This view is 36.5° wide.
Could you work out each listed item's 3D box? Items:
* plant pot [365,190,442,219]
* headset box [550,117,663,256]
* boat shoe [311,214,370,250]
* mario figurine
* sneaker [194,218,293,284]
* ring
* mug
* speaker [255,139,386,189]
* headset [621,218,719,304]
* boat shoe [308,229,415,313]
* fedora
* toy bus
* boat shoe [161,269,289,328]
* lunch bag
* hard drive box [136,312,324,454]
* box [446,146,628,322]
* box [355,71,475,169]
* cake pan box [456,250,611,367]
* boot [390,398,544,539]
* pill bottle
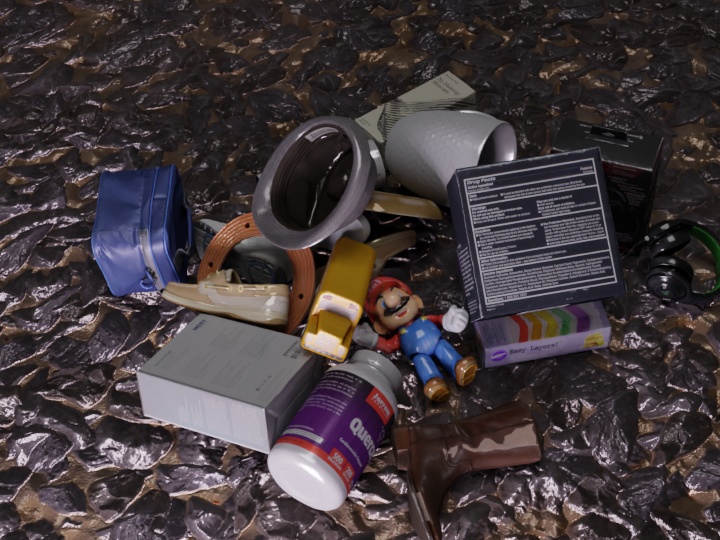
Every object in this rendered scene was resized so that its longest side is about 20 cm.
[{"bbox_3d":[0.027,-0.105,1.636,0.199,0.028,0.200,9,6,-1],"label":"plant pot"},{"bbox_3d":[0.354,-0.128,1.595,0.148,0.201,0.077,14,51,19],"label":"headset box"},{"bbox_3d":[-0.045,-0.069,1.627,0.064,0.071,0.199,-32,19,-35],"label":"boat shoe"},{"bbox_3d":[0.069,0.080,1.499,0.123,0.106,0.200,-11,49,-40],"label":"mario figurine"},{"bbox_3d":[-0.172,-0.028,1.662,0.199,0.075,0.087,28,37,26],"label":"sneaker"},{"bbox_3d":[-0.149,0.015,1.575,0.199,0.019,0.202,-5,79,26],"label":"ring"},{"bbox_3d":[0.147,-0.191,1.714,0.175,0.148,0.200,17,46,29],"label":"mug"},{"bbox_3d":[-0.064,-0.142,1.732,0.199,0.081,0.081,-18,49,-9],"label":"speaker"},{"bbox_3d":[0.432,-0.012,1.565,0.199,0.094,0.124,9,64,-16],"label":"headset"},{"bbox_3d":[0.000,0.000,1.617,0.199,0.071,0.065,-26,89,-11],"label":"boat shoe"},{"bbox_3d":[-0.049,-0.114,1.517,0.176,0.090,0.201,31,93,38],"label":"fedora"},{"bbox_3d":[-0.027,0.038,1.481,0.065,0.079,0.200,22,29,-4],"label":"toy bus"},{"bbox_3d":[-0.187,0.033,1.545,0.199,0.074,0.070,10,82,20],"label":"boat shoe"},{"bbox_3d":[-0.318,-0.059,1.644,0.131,0.136,0.201,-8,50,3],"label":"lunch bag"},{"bbox_3d":[-0.169,0.145,1.452,0.199,0.077,0.156,13,35,24],"label":"hard drive box"},{"bbox_3d":[0.233,-0.046,1.466,0.199,0.123,0.200,-9,85,-3],"label":"box"},{"bbox_3d":[0.093,-0.250,1.819,0.199,0.069,0.082,-32,52,-20],"label":"box"},{"bbox_3d":[0.243,0.036,1.562,0.183,0.052,0.201,-7,49,-3],"label":"cake pan box"},{"bbox_3d":[0.152,0.253,1.377,0.199,0.064,0.187,-8,50,-8],"label":"boot"},{"bbox_3d":[-0.025,0.200,1.402,0.112,0.113,0.200,21,54,22],"label":"pill bottle"}]
